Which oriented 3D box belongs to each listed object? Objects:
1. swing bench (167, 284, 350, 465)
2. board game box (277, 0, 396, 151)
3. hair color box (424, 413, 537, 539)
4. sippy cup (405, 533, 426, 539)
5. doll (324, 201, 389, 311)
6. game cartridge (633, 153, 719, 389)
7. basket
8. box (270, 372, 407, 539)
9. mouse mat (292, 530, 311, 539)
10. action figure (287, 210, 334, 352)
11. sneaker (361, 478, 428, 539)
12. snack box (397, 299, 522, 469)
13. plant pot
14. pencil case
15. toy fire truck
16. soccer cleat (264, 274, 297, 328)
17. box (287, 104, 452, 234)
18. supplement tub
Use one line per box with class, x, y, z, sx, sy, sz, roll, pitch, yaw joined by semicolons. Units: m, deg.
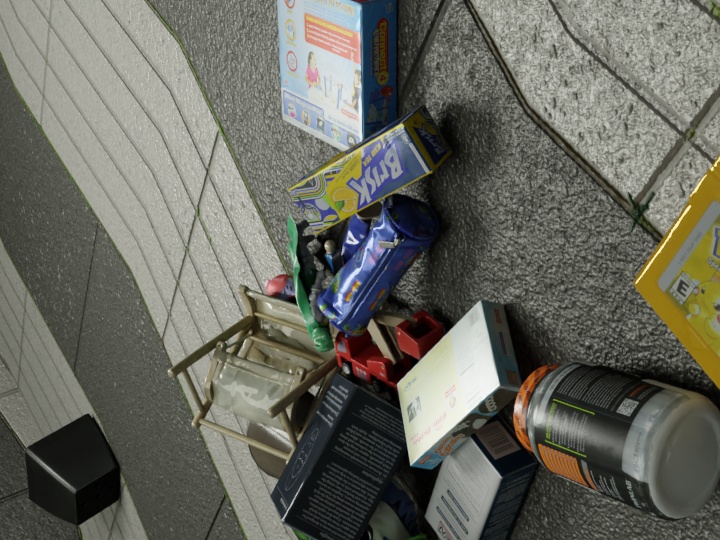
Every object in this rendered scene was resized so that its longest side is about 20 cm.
swing bench;-0.136;0.148;1.634;0.197;0.201;0.131;16;140;30
board game box;-0.031;-0.265;1.417;0.199;0.055;0.199;34;132;47
hair color box;0.149;0.278;1.400;0.100;0.060;0.202;52;144;36
sippy cup;0.110;0.452;1.490;0.139;0.129;0.181;16;119;54
doll;0.000;0.000;1.512;0.137;0.048;0.201;51;144;22
game cartridge;0.340;0.008;0.973;0.177;0.032;0.201;55;147;27
basket;-0.059;0.276;1.678;0.199;0.136;0.182;22;141;48
box;-0.024;0.256;1.493;0.106;0.202;0.148;30;176;-11
mouse mat;-0.068;0.464;1.913;0.201;0.007;0.162;52;144;29
action figure;-0.068;0.027;1.573;0.119;0.054;0.202;75;-178;-60
sneaker;0.033;0.391;1.561;0.080;0.115;0.201;25;146;52
snack box;0.114;0.140;1.331;0.200;0.037;0.118;-50;38;43
plant pot;-0.731;0.532;2.875;0.177;0.199;0.202;35;135;30
pencil case;0.020;-0.005;1.391;0.078;0.087;0.201;35;123;-1
toy fire truck;0.034;0.100;1.484;0.199;0.048;0.143;27;137;44
soccer cleat;-0.115;0.102;1.746;0.076;0.066;0.203;30;128;43
box;0.010;-0.119;1.339;0.199;0.064;0.071;-26;102;38
supplement tub;0.252;0.161;1.110;0.199;0.121;0.125;15;119;55
